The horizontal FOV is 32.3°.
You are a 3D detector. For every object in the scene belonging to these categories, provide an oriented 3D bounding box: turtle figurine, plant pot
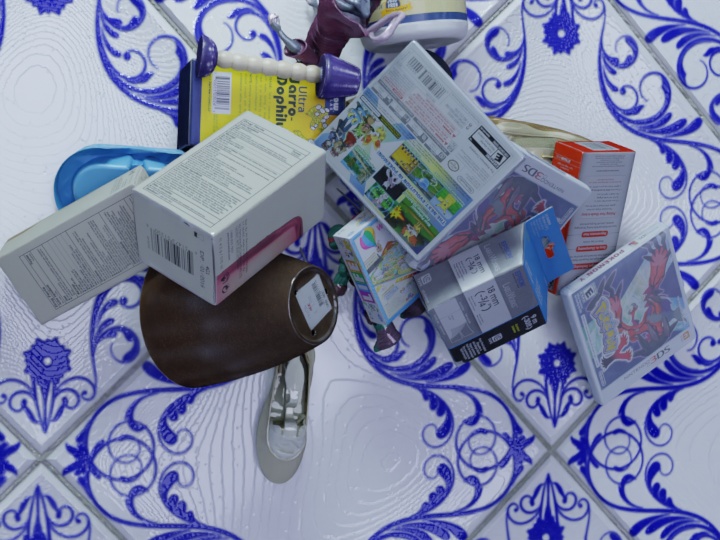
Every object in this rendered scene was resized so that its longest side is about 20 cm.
[{"bbox_3d":[0.000,0.000,1.634,0.149,0.101,0.200,-40,107,-11],"label":"turtle figurine"},{"bbox_3d":[-0.131,0.046,1.504,0.186,0.199,0.189,9,79,-52],"label":"plant pot"}]

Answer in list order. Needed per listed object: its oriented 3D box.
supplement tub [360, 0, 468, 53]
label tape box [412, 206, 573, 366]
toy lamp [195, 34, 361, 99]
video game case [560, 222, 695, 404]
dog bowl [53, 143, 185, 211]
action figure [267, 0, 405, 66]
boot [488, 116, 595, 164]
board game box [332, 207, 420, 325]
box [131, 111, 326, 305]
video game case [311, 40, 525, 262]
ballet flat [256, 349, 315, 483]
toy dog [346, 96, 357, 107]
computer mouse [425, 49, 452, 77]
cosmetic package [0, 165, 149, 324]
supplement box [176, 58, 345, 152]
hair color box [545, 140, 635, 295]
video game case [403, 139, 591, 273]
[{"bbox_3d":[0.061,-0.392,1.614,0.143,0.144,0.202,-7,93,-15],"label":"supplement tub"},{"bbox_3d":[0.183,0.024,1.592,0.199,0.064,0.144,-27,140,4],"label":"label tape box"},{"bbox_3d":[-0.098,-0.243,1.506,0.198,0.058,0.059,5,90,-15],"label":"toy lamp"},{"bbox_3d":[0.376,0.062,1.727,0.182,0.023,0.201,-33,122,-16],"label":"video game case"},{"bbox_3d":[-0.280,-0.104,1.555,0.198,0.050,0.112,3,112,-11],"label":"dog bowl"},{"bbox_3d":[-0.029,-0.308,1.575,0.149,0.200,0.134,38,51,2],"label":"action figure"},{"bbox_3d":[0.239,-0.121,1.710,0.199,0.073,0.157,8,96,-28],"label":"boot"},{"bbox_3d":[0.067,-0.043,1.596,0.200,0.034,0.135,-40,121,-28],"label":"board game box"},{"bbox_3d":[-0.149,-0.075,1.436,0.127,0.110,0.200,29,48,25],"label":"box"},{"bbox_3d":[0.068,-0.144,1.509,0.182,0.022,0.200,-44,82,10],"label":"video game case"},{"bbox_3d":[-0.095,0.182,1.624,0.069,0.069,0.202,6,90,-16],"label":"ballet flat"},{"bbox_3d":[0.062,-0.159,1.644,0.132,0.096,0.200,-44,102,-10],"label":"toy dog"},{"bbox_3d":[0.104,-0.220,1.612,0.140,0.200,0.046,43,121,-7],"label":"computer mouse"},{"bbox_3d":[-0.326,-0.031,1.506,0.199,0.071,0.106,-26,112,9],"label":"cosmetic package"},{"bbox_3d":[-0.127,-0.202,1.583,0.198,0.109,0.111,2,90,-16],"label":"supplement box"},{"bbox_3d":[0.301,-0.072,1.690,0.101,0.061,0.202,-4,111,-33],"label":"hair color box"},{"bbox_3d":[0.177,-0.058,1.587,0.182,0.023,0.200,22,114,-40],"label":"video game case"}]
